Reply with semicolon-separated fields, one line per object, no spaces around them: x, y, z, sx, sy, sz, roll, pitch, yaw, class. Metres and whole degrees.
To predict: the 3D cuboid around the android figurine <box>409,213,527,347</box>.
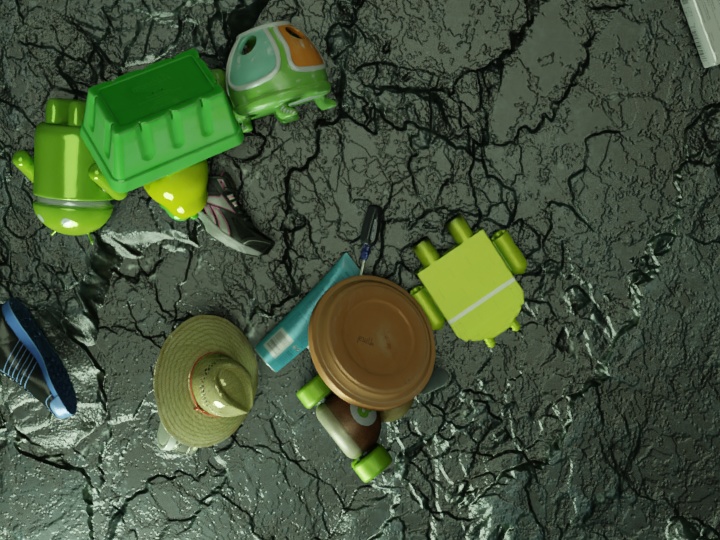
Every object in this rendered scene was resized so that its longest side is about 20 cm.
0.167;0.021;1.539;0.181;0.041;0.201;-36;97;4;android figurine

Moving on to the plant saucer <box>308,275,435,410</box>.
0.021;0.101;1.474;0.198;0.032;0.203;10;64;-21;plant saucer

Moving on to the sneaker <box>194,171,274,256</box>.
-0.206;-0.098;1.496;0.199;0.080;0.087;34;95;-7;sneaker

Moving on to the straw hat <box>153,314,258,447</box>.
-0.200;0.168;1.477;0.200;0.085;0.204;-7;100;-44;straw hat

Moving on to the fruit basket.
-0.267;-0.174;1.403;0.215;0.216;0.156;-38;64;5;fruit basket

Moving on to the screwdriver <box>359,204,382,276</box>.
0.000;0.000;1.527;0.029;0.028;0.202;17;87;-46;screwdriver

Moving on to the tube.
-0.071;0.069;1.542;0.200;0.050;0.078;-42;107;-1;tube

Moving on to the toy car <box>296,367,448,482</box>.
0.030;0.184;1.517;0.199;0.158;0.165;-39;86;-7;toy car

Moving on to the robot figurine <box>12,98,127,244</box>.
-0.410;-0.143;1.466;0.174;0.115;0.203;10;101;25;robot figurine

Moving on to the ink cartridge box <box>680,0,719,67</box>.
0.568;-0.409;1.480;0.198;0.050;0.162;-24;98;-2;ink cartridge box

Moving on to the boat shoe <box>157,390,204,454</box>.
-0.246;0.180;1.545;0.060;0.072;0.204;21;88;-31;boat shoe

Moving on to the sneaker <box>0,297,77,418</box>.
-0.505;0.143;1.537;0.077;0.070;0.201;-29;92;8;sneaker

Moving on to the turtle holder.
-0.130;-0.275;1.453;0.140;0.185;0.133;-20;97;-30;turtle holder
